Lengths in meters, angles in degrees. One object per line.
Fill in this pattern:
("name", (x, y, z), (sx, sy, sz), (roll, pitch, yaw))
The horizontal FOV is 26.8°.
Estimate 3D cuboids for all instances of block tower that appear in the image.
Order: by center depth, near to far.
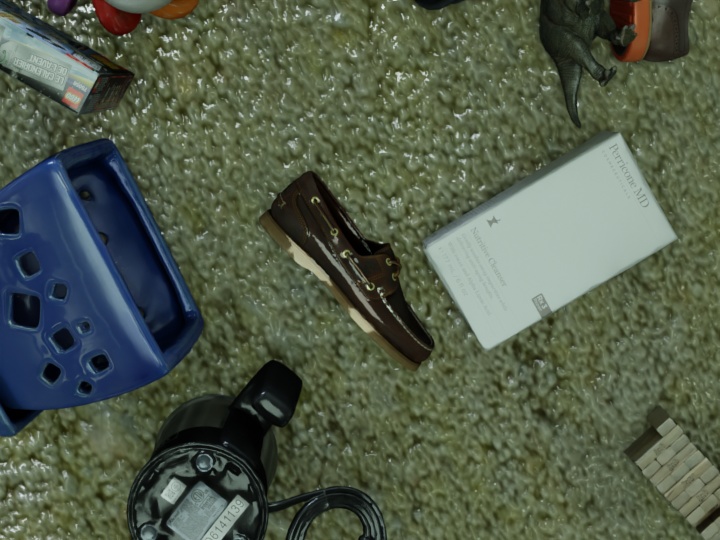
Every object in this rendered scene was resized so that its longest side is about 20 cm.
("block tower", (0.325, 0.219, 1.392), (0.058, 0.054, 0.200), (-41, 96, 4))

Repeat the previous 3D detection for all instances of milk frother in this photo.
("milk frother", (-0.085, 0.202, 1.317), (0.180, 0.188, 0.201), (-34, 97, 4))

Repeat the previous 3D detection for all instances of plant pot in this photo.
("plant pot", (-0.264, 0.019, 1.291), (0.179, 0.200, 0.201), (-26, 98, 9))

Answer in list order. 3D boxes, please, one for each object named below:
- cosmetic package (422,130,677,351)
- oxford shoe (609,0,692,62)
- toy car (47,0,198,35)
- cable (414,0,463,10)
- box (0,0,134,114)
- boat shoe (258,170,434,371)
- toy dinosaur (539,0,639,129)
("cosmetic package", (0.166, -0.028, 1.345), (0.199, 0.081, 0.113), (-32, 95, 4))
("oxford shoe", (0.265, -0.284, 1.326), (0.072, 0.071, 0.202), (0, 105, -14))
("toy car", (-0.222, -0.278, 1.284), (0.198, 0.176, 0.151), (21, 133, -4))
("cable", (0.046, -0.326, 1.326), (0.199, 0.051, 0.164), (27, 104, 0))
("box", (-0.268, -0.181, 1.258), (0.136, 0.200, 0.040), (29, 96, -4))
("boat shoe", (0.000, 0.000, 1.350), (0.070, 0.070, 0.200), (-43, 96, 9))
("toy dinosaur", (0.188, -0.223, 1.318), (0.077, 0.102, 0.201), (-33, 134, -17))
